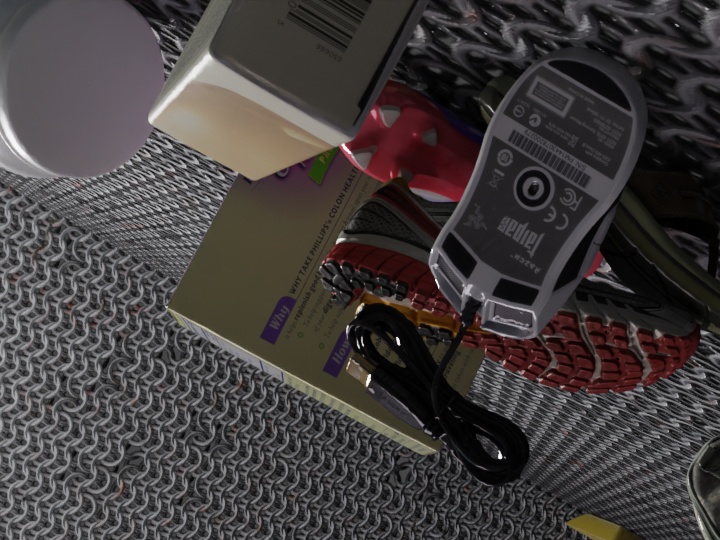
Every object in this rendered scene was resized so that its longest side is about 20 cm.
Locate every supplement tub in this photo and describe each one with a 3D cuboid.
[{"bbox_3d":[-0.243,-0.143,0.923,0.199,0.141,0.140,19,168,44],"label":"supplement tub"}]

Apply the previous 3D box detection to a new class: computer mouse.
[{"bbox_3d":[0.074,-0.008,0.620,0.109,0.201,0.044,36,-163,22],"label":"computer mouse"}]

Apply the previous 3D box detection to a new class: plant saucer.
[{"bbox_3d":[0.602,0.623,3.027,0.199,0.049,0.200,31,171,-21],"label":"plant saucer"}]

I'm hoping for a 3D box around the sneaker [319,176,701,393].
[{"bbox_3d":[0.082,0.001,0.690,0.198,0.083,0.078,19,152,13],"label":"sneaker"}]

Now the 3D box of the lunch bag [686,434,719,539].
[{"bbox_3d":[0.392,0.237,1.220,0.168,0.140,0.200,41,179,33],"label":"lunch bag"}]

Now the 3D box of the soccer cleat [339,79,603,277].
[{"bbox_3d":[0.066,-0.057,0.782,0.199,0.067,0.077,27,-158,-26],"label":"soccer cleat"}]

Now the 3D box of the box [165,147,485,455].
[{"bbox_3d":[0.000,0.000,0.883,0.199,0.177,0.097,27,171,1],"label":"box"}]

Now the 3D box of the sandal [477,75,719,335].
[{"bbox_3d":[0.145,-0.034,0.673,0.201,0.057,0.080,44,174,-9],"label":"sandal"}]

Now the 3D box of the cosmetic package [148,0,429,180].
[{"bbox_3d":[-0.036,-0.109,0.617,0.071,0.106,0.200,29,173,-13],"label":"cosmetic package"}]
